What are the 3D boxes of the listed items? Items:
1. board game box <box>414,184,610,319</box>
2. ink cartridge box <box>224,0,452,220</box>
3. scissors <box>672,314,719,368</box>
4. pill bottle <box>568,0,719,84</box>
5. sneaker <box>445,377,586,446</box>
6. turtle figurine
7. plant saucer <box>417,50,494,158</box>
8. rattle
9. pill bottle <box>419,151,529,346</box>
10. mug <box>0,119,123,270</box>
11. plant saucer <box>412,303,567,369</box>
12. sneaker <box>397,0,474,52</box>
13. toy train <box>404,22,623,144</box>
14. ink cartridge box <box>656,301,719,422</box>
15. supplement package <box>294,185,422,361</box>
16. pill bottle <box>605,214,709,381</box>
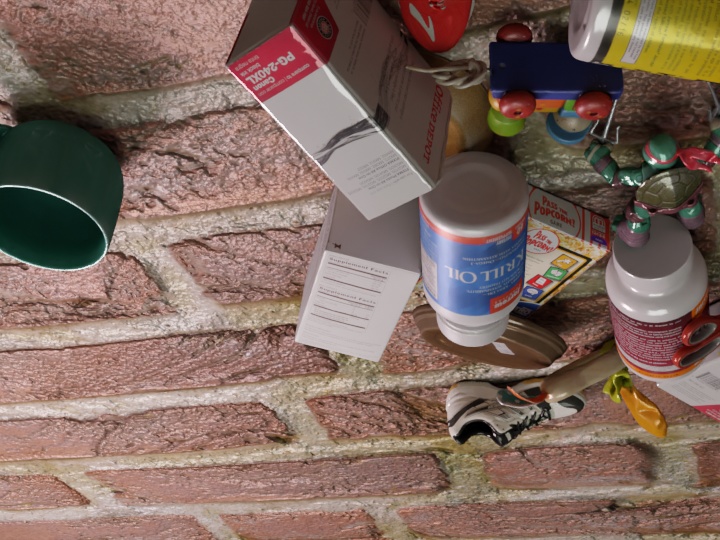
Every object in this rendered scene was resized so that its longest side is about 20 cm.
[{"bbox_3d":[0.168,-0.017,1.331,0.150,0.047,0.200,21,144,-18],"label":"board game box"},{"bbox_3d":[-0.012,-0.167,1.025,0.083,0.147,0.200,-24,124,31],"label":"ink cartridge box"},{"bbox_3d":[0.430,0.046,1.299,0.198,0.014,0.074,-28,138,-16],"label":"scissors"},{"bbox_3d":[0.280,-0.215,0.959,0.196,0.113,0.112,9,147,-1],"label":"pill bottle"},{"bbox_3d":[0.216,0.205,1.612,0.196,0.089,0.076,-6,142,17],"label":"sneaker"},{"bbox_3d":[0.296,-0.099,1.146,0.147,0.102,0.201,-1,151,13],"label":"turtle figurine"},{"bbox_3d":[0.039,-0.142,1.184,0.196,0.036,0.201,6,146,4],"label":"plant saucer"},{"bbox_3d":[0.275,0.176,1.447,0.129,0.199,0.145,-5,105,47],"label":"rattle"},{"bbox_3d":[0.118,-0.015,1.208,0.110,0.114,0.202,2,139,8],"label":"pill bottle"},{"bbox_3d":[-0.339,-0.099,1.254,0.149,0.116,0.186,-2,145,15],"label":"mug"},{"bbox_3d":[0.157,0.085,1.442,0.197,0.030,0.200,14,165,4],"label":"plant saucer"},{"bbox_3d":[0.062,-0.251,0.974,0.076,0.086,0.201,5,146,5],"label":"sneaker"},{"bbox_3d":[0.136,-0.166,1.084,0.196,0.086,0.116,0,160,-1],"label":"toy train"},{"bbox_3d":[0.479,0.099,1.404,0.144,0.085,0.199,29,141,-29],"label":"ink cartridge box"},{"bbox_3d":[0.000,0.000,1.330,0.108,0.115,0.201,13,147,-6],"label":"supplement package"},{"bbox_3d":[0.336,0.031,1.306,0.111,0.115,0.201,-4,145,17],"label":"pill bottle"}]
